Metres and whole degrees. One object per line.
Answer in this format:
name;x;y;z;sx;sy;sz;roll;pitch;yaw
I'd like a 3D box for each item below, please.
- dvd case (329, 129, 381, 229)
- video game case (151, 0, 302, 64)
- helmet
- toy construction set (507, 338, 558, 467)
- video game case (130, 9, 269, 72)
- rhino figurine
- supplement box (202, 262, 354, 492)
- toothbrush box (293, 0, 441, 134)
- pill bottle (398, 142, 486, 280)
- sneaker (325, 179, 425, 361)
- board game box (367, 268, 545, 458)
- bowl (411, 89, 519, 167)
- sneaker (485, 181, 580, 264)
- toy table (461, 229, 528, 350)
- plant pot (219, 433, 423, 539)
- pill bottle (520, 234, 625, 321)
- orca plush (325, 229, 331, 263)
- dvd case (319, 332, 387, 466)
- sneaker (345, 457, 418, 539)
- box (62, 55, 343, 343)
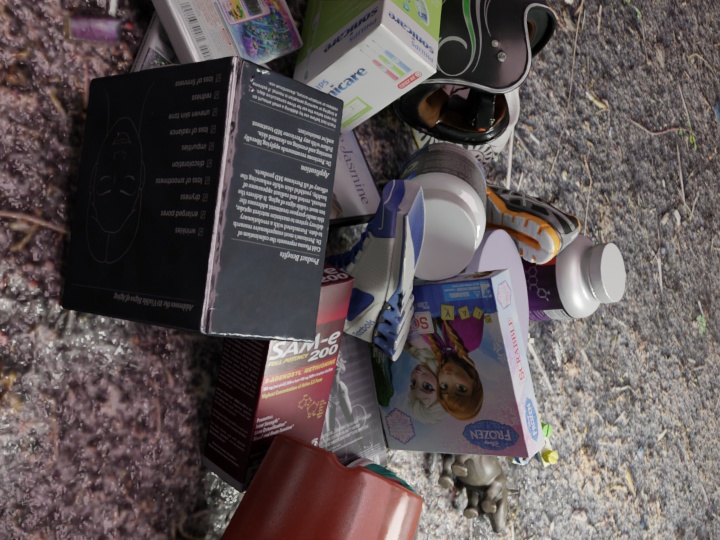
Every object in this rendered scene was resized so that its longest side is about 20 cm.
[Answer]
dvd case;-0.057;-0.110;0.906;0.199;0.017;0.144;-12;76;-52
video game case;-0.148;-0.296;0.857;0.182;0.023;0.202;-40;110;-53
helmet;0.130;-0.270;1.039;0.199;0.198;0.193;30;65;-44
toy construction set;0.205;0.167;1.192;0.130;0.092;0.203;5;72;-25
video game case;-0.146;-0.151;0.867;0.200;0.023;0.184;37;57;-42
rhino figurine;0.162;0.279;1.147;0.201;0.059;0.088;55;36;-34
supplement box;-0.078;0.096;0.822;0.108;0.060;0.203;-10;118;-50
toothbrush box;0.010;-0.274;0.943;0.086;0.145;0.202;32;49;-31
pill bottle;0.091;-0.071;1.015;0.200;0.112;0.115;-70;140;-66
sneaker;0.000;0.001;0.913;0.081;0.114;0.201;-59;160;-53
board game box;0.096;0.108;0.984;0.041;0.198;0.202;-22;101;-47
bowl;0.157;-0.229;1.189;0.200;0.093;0.204;11;75;-49
sneaker;0.206;-0.073;1.158;0.077;0.200;0.079;-22;130;-27
toy table;0.132;0.054;1.100;0.183;0.116;0.202;33;60;-43
plant pot;-0.046;0.263;0.759;0.200;0.199;0.197;38;70;-41
pill bottle;0.252;0.011;1.186;0.112;0.198;0.114;10;76;-49
orca plush;-0.069;-0.014;0.874;0.200;0.070;0.107;-35;127;-57
dvd case;-0.035;0.141;0.964;0.148;0.016;0.203;-14;96;-49
sneaker;-0.003;0.277;0.888;0.199;0.120;0.085;-35;126;-42
box;-0.132;-0.052;0.708;0.123;0.198;0.200;12;85;-48
